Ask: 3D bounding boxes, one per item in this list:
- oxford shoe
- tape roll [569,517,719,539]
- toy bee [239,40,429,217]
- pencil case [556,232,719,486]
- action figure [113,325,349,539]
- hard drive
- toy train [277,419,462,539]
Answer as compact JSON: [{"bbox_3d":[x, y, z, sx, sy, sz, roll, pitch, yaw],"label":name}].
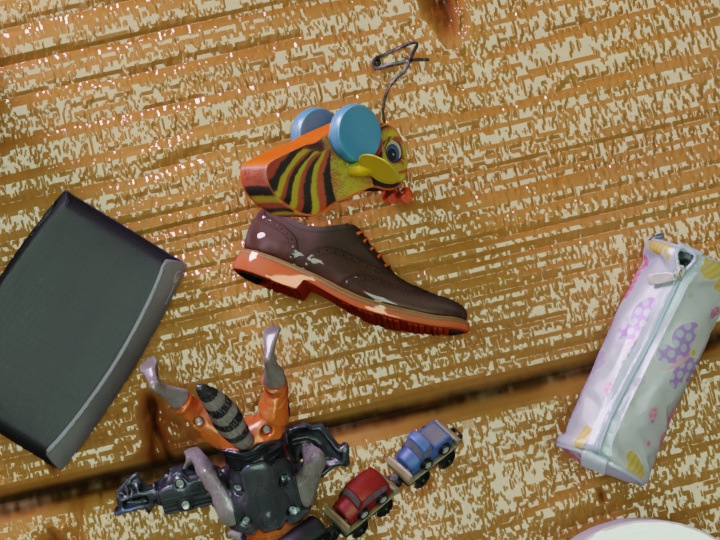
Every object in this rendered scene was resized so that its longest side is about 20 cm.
[{"bbox_3d":[0.000,0.000,1.718,0.200,0.071,0.073,19,80,2],"label":"oxford shoe"},{"bbox_3d":[0.226,0.296,1.658,0.202,0.071,0.203,0,84,-1],"label":"tape roll"},{"bbox_3d":[0.000,-0.088,1.708,0.200,0.131,0.109,-31,110,-14],"label":"toy bee"},{"bbox_3d":[0.233,0.074,1.703,0.083,0.091,0.200,25,86,1],"label":"pencil case"},{"bbox_3d":[-0.113,0.156,1.677,0.200,0.105,0.194,-20,113,2],"label":"action figure"},{"bbox_3d":[-0.246,0.047,1.724,0.135,0.042,0.200,31,85,2],"label":"hard drive"},{"bbox_3d":[0.003,0.182,1.690,0.200,0.046,0.034,-36,52,-19],"label":"toy train"}]
